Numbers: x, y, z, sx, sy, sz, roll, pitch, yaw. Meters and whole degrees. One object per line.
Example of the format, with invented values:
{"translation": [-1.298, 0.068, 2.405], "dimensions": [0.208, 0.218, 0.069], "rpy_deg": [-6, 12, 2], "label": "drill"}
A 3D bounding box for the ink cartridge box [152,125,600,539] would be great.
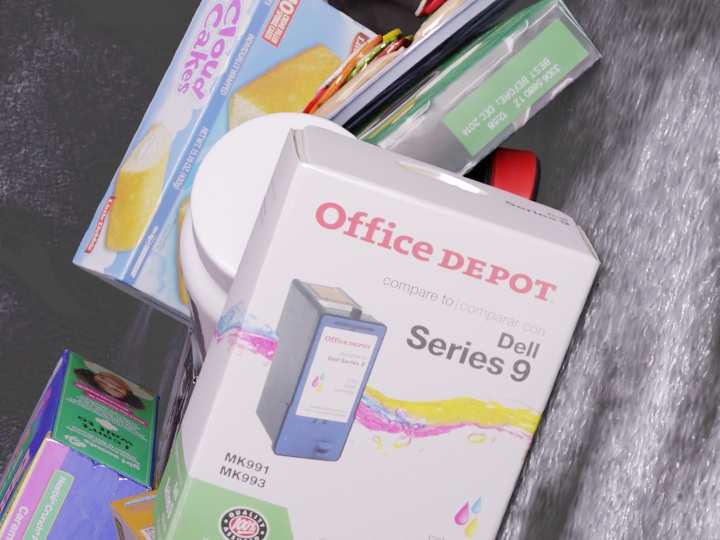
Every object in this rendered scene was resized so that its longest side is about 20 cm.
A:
{"translation": [0.005, 0.053, 1.250], "dimensions": [0.088, 0.145, 0.200], "rpy_deg": [-110, 39, -76], "label": "ink cartridge box"}

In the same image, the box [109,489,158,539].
{"translation": [-0.086, 0.181, 1.386], "dimensions": [0.200, 0.041, 0.119], "rpy_deg": [-151, 49, -77], "label": "box"}

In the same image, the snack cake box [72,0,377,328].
{"translation": [-0.067, -0.064, 1.599], "dimensions": [0.067, 0.115, 0.200], "rpy_deg": [16, 79, 57], "label": "snack cake box"}

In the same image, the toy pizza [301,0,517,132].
{"translation": [0.032, -0.128, 1.509], "dimensions": [0.200, 0.032, 0.200], "rpy_deg": [-39, 0, 0], "label": "toy pizza"}

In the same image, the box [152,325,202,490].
{"translation": [-0.102, 0.145, 1.626], "dimensions": [0.158, 0.048, 0.200], "rpy_deg": [-115, 40, -78], "label": "box"}

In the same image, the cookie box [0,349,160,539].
{"translation": [-0.192, 0.161, 1.705], "dimensions": [0.171, 0.075, 0.200], "rpy_deg": [-63, 9, 10], "label": "cookie box"}

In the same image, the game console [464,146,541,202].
{"translation": [0.047, 0.024, 1.462], "dimensions": [0.200, 0.031, 0.177], "rpy_deg": [174, 109, -82], "label": "game console"}

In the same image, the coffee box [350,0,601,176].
{"translation": [0.048, -0.082, 1.439], "dimensions": [0.123, 0.044, 0.200], "rpy_deg": [-40, 6, -9], "label": "coffee box"}

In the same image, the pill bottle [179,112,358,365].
{"translation": [-0.034, 0.002, 1.411], "dimensions": [0.200, 0.113, 0.113], "rpy_deg": [89, -164, -69], "label": "pill bottle"}

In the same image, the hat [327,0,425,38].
{"translation": [0.029, -0.183, 1.648], "dimensions": [0.201, 0.200, 0.081], "rpy_deg": [-89, -14, -64], "label": "hat"}

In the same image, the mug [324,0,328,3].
{"translation": [0.005, -0.170, 1.776], "dimensions": [0.178, 0.133, 0.200], "rpy_deg": [-19, 49, 66], "label": "mug"}
